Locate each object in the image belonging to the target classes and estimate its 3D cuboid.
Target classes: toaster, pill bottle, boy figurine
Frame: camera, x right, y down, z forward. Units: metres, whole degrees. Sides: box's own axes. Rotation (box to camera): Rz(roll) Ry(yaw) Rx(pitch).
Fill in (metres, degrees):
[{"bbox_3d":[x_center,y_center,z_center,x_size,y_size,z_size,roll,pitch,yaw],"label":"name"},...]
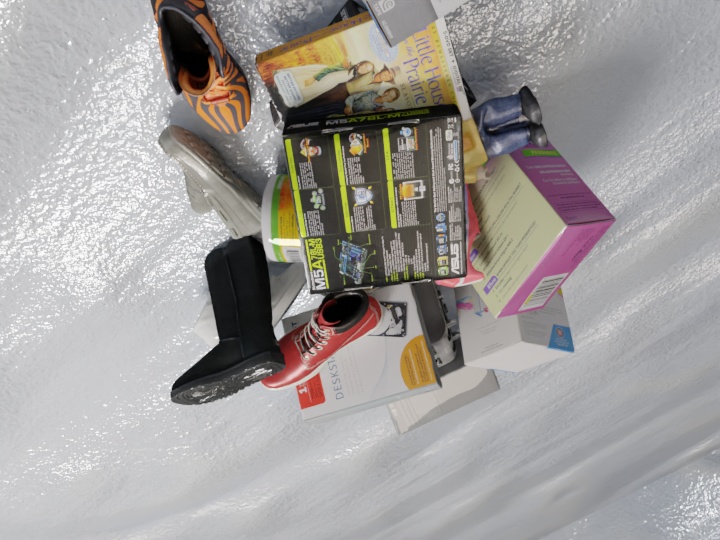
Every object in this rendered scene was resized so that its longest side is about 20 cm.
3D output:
[{"bbox_3d":[0.058,0.105,1.108,0.198,0.120,0.181,-22,157,5],"label":"toaster"},{"bbox_3d":[-0.018,-0.064,0.859,0.198,0.112,0.112,2,142,6],"label":"pill bottle"},{"bbox_3d":[0.113,-0.154,0.800,0.198,0.065,0.125,-18,125,6],"label":"boy figurine"}]

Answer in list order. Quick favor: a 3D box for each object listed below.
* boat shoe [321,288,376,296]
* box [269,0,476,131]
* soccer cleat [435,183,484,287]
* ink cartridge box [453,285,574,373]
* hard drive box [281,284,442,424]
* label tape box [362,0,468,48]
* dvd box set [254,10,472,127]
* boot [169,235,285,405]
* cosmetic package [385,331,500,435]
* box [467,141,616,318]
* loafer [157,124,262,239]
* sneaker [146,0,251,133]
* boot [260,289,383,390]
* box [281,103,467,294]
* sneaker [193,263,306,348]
[{"bbox_3d":[0.000,0.000,0.949,0.199,0.070,0.071,-26,120,38],"label":"boat shoe"},{"bbox_3d":[0.016,-0.201,0.804,0.199,0.049,0.158,21,127,-39],"label":"box"},{"bbox_3d":[0.124,-0.078,0.890,0.076,0.202,0.067,0,171,5],"label":"soccer cleat"},{"bbox_3d":[0.240,0.047,1.093,0.128,0.202,0.125,13,150,-34],"label":"ink cartridge box"},{"bbox_3d":[0.002,0.121,0.985,0.198,0.157,0.077,-18,164,8],"label":"hard drive box"},{"bbox_3d":[0.082,-0.313,0.614,0.199,0.145,0.063,-28,141,13],"label":"label tape box"},{"bbox_3d":[0.007,-0.196,0.724,0.198,0.030,0.147,-16,130,11],"label":"dvd box set"},{"bbox_3d":[-0.193,0.065,0.921,0.163,0.202,0.066,-21,152,7],"label":"boot"},{"bbox_3d":[0.135,0.195,1.205,0.198,0.107,0.091,-21,116,2],"label":"cosmetic package"},{"bbox_3d":[0.203,-0.073,0.903,0.096,0.201,0.177,-8,143,-33],"label":"box"},{"bbox_3d":[-0.184,-0.099,0.829,0.069,0.070,0.200,-34,141,6],"label":"loafer"},{"bbox_3d":[-0.161,-0.195,0.685,0.077,0.113,0.201,-20,142,3],"label":"sneaker"},{"bbox_3d":[-0.068,0.089,0.892,0.199,0.073,0.144,-34,165,5],"label":"boot"},{"bbox_3d":[0.021,-0.075,0.759,0.191,0.048,0.202,-6,120,4],"label":"box"},{"bbox_3d":[-0.161,0.036,0.999,0.201,0.115,0.074,-52,178,-8],"label":"sneaker"}]
